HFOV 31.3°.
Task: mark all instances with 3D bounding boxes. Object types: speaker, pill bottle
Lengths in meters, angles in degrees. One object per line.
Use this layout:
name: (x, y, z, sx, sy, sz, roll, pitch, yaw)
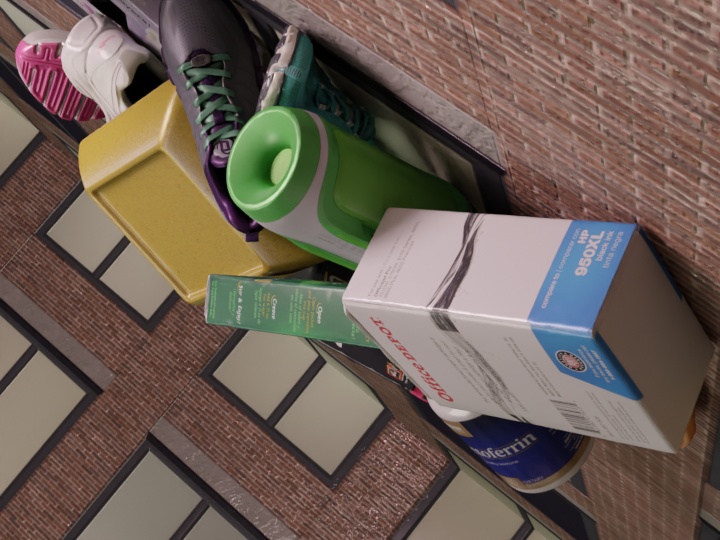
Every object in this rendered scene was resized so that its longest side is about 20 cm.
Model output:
speaker: (0.001, -0.048, 0.921, 0.199, 0.089, 0.088, 22, -174, -44)
pill bottle: (0.134, 0.119, 1.257, 0.200, 0.116, 0.116, 45, 170, -30)

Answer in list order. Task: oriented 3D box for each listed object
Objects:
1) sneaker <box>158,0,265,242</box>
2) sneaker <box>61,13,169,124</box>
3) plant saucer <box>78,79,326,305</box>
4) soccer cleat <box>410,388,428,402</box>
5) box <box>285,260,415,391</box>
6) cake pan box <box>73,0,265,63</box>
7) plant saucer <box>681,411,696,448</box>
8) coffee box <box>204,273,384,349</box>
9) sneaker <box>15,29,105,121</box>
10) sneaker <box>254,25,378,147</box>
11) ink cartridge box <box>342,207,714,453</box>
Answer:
sneaker: (-0.101, -0.122, 0.976, 0.088, 0.074, 0.202, -109, 0, -75)
sneaker: (-0.184, -0.137, 1.148, 0.099, 0.078, 0.200, 31, 169, 33)
plant saucer: (-0.146, -0.050, 1.106, 0.200, 0.049, 0.199, 49, 143, -17)
soccer cleat: (0.051, 0.097, 1.732, 0.200, 0.070, 0.086, 43, -172, -2)
box: (0.000, 0.000, 1.118, 0.160, 0.049, 0.201, 29, 143, 15)
cake pan box: (-0.173, -0.216, 1.105, 0.200, 0.052, 0.184, 41, 170, -5)
plant saucer: (0.184, 0.062, 1.007, 0.200, 0.038, 0.200, 40, 173, 6)
coffee box: (-0.012, 0.032, 1.009, 0.199, 0.044, 0.122, 5, 180, 43)
sneaker: (-0.242, -0.195, 1.224, 0.199, 0.081, 0.089, 8, -138, -47)
sneaker: (-0.027, -0.119, 0.955, 0.079, 0.078, 0.200, 17, 170, 13)
ink cartridge box: (0.109, 0.036, 0.848, 0.199, 0.085, 0.145, 7, 150, 41)
